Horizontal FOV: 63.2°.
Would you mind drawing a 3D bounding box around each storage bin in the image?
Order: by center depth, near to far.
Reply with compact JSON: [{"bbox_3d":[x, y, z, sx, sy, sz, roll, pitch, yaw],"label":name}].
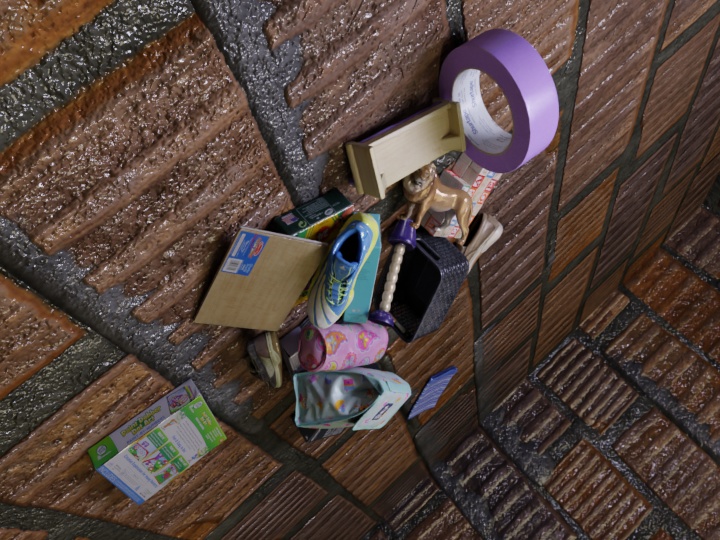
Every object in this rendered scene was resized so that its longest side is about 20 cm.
[{"bbox_3d":[0.121,0.029,1.210,0.092,0.135,0.204,-15,139,-40],"label":"storage bin"}]

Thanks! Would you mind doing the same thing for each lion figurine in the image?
[{"bbox_3d":[0.147,-0.130,1.071,0.196,0.073,0.125,13,110,-35],"label":"lion figurine"}]

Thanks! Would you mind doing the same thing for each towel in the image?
[{"bbox_3d":[0.241,0.409,1.953,0.142,0.024,0.204,-13,137,-43],"label":"towel"}]

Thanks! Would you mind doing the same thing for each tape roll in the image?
[{"bbox_3d":[0.208,-0.257,0.904,0.065,0.200,0.203,-32,148,-18],"label":"tape roll"}]

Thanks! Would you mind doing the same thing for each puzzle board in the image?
[{"bbox_3d":[-0.154,0.018,0.898,0.147,0.018,0.202,10,130,-34],"label":"puzzle board"}]

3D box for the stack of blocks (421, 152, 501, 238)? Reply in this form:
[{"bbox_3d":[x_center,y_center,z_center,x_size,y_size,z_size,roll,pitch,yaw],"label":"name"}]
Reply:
[{"bbox_3d":[0.205,-0.165,1.159,0.114,0.059,0.203,0,127,-52],"label":"stack of blocks"}]

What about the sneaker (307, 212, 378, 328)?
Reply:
[{"bbox_3d":[-0.039,0.005,0.906,0.105,0.074,0.205,-41,155,-76],"label":"sneaker"}]

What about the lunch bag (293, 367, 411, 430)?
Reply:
[{"bbox_3d":[-0.010,0.250,1.151,0.194,0.126,0.170,-11,163,22],"label":"lunch bag"}]

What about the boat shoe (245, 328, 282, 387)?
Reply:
[{"bbox_3d":[-0.176,0.161,1.066,0.063,0.075,0.202,-8,148,-11],"label":"boat shoe"}]

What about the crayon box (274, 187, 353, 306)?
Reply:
[{"bbox_3d":[-0.078,-0.024,0.974,0.125,0.051,0.203,-30,147,-27],"label":"crayon box"}]

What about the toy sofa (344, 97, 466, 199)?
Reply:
[{"bbox_3d":[0.067,-0.200,0.932,0.197,0.097,0.085,-32,124,-24],"label":"toy sofa"}]

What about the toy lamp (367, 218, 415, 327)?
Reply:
[{"bbox_3d":[0.064,0.001,1.104,0.058,0.057,0.206,38,65,-61],"label":"toy lamp"}]

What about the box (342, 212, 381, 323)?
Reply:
[{"bbox_3d":[0.000,0.000,1.062,0.047,0.084,0.203,4,136,-5],"label":"box"}]

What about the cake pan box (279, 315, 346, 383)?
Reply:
[{"bbox_3d":[-0.071,0.153,1.202,0.183,0.052,0.202,-38,150,-19],"label":"cake pan box"}]

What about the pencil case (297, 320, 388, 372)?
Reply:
[{"bbox_3d":[-0.032,0.141,1.110,0.197,0.088,0.089,0,129,-52],"label":"pencil case"}]

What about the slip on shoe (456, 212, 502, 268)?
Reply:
[{"bbox_3d":[0.244,-0.046,1.364,0.060,0.077,0.201,35,111,-20],"label":"slip on shoe"}]

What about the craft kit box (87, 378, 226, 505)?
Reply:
[{"bbox_3d":[-0.349,0.308,1.038,0.195,0.049,0.203,-32,148,-19],"label":"craft kit box"}]

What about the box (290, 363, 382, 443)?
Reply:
[{"bbox_3d":[-0.053,0.296,1.373,0.202,0.079,0.140,-56,152,17],"label":"box"}]
